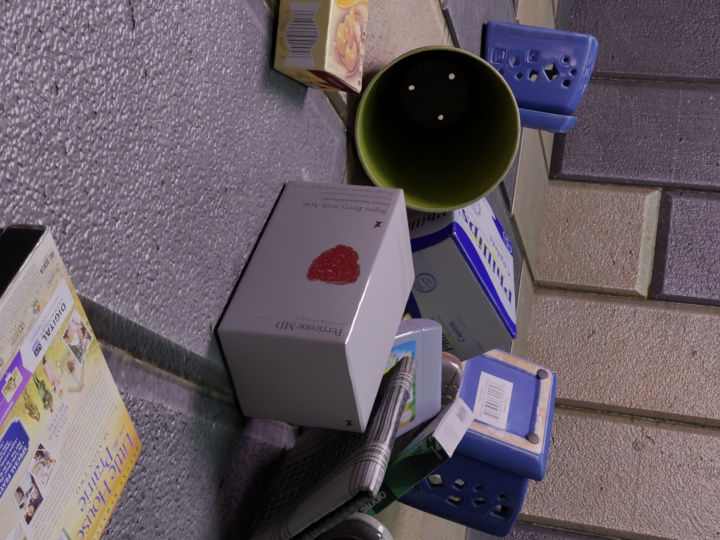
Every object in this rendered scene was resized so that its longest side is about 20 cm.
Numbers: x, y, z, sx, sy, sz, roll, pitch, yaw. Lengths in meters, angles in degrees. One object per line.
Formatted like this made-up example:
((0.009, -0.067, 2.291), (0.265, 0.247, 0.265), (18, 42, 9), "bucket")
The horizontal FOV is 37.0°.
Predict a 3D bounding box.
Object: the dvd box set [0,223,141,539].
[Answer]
((-0.190, 0.096, 0.619), (0.201, 0.029, 0.147), (80, 22, -44), "dvd box set")

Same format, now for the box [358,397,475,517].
((0.038, 0.236, 1.249), (0.200, 0.036, 0.144), (-43, 176, 19), "box")

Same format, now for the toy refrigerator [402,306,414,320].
((0.055, 0.069, 1.365), (0.076, 0.070, 0.200), (62, 23, -6), "toy refrigerator")

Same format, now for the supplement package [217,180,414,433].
((-0.033, 0.029, 0.991), (0.121, 0.120, 0.201), (80, 22, -43), "supplement package")

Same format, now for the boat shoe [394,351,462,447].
((0.058, 0.161, 1.353), (0.200, 0.075, 0.072), (-48, -162, 34), "boat shoe")

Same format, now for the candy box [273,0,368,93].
((-0.030, -0.277, 1.007), (0.115, 0.055, 0.202), (1, 95, -74), "candy box")

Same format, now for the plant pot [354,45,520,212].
((0.090, -0.190, 1.295), (0.200, 0.185, 0.189), (-83, 174, -69), "plant pot")

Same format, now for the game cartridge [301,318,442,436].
((0.018, 0.132, 1.202), (0.199, 0.040, 0.135), (-23, 119, -38), "game cartridge")

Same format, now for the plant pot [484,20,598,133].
((0.327, -0.356, 2.011), (0.200, 0.198, 0.182), (-24, 125, -73), "plant pot")

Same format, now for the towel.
((-0.034, 0.182, 1.008), (0.200, 0.034, 0.193), (-42, -166, 33), "towel")

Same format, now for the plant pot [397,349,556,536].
((0.156, 0.215, 1.474), (0.180, 0.198, 0.201), (115, -6, -49), "plant pot")

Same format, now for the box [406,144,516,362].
((0.115, -0.020, 1.361), (0.185, 0.104, 0.201), (56, 25, -31), "box")

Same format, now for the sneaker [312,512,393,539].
((-0.051, 0.298, 0.955), (0.200, 0.075, 0.106), (-44, -176, 32), "sneaker")
